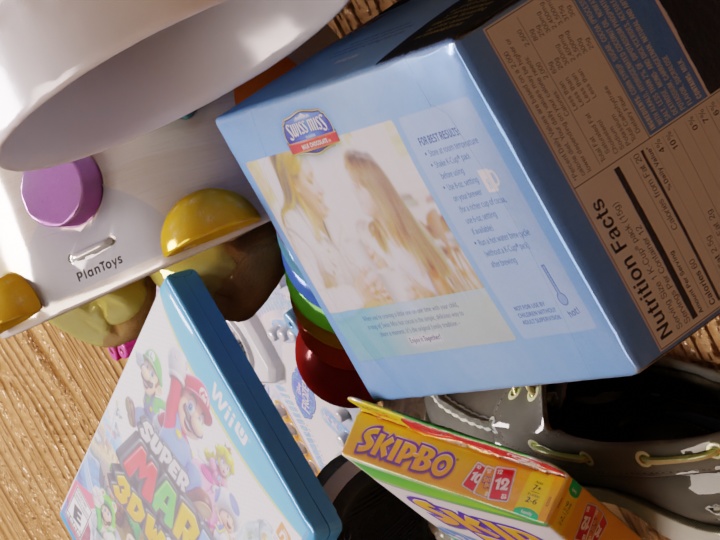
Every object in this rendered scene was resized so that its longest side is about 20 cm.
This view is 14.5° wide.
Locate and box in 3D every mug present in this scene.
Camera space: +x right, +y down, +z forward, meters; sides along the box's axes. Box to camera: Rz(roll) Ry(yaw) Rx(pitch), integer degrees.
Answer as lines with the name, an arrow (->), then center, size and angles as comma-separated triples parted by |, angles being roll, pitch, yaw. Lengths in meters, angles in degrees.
mug -> -0.122, -0.136, 1.028 | 0.200, 0.148, 0.175 | -33, 81, 39

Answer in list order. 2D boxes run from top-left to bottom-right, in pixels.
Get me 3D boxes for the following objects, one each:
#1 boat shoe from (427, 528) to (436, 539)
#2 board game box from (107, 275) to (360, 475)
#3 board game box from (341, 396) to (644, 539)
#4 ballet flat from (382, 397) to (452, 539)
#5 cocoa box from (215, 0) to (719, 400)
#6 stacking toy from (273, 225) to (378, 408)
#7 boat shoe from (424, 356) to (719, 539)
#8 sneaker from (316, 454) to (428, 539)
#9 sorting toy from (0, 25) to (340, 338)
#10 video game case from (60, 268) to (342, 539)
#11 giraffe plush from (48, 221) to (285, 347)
boat shoe -> 0.009, 0.131, 1.409 | 0.200, 0.074, 0.073 | -15, 95, 52
board game box -> -0.071, 0.036, 1.478 | 0.200, 0.026, 0.200 | 41, 152, 28
board game box -> 0.069, 0.103, 1.139 | 0.096, 0.030, 0.200 | 16, 163, 31
ballet flat -> 0.079, 0.125, 1.272 | 0.200, 0.072, 0.072 | 49, 154, 13
cocoa box -> 0.064, -0.043, 1.016 | 0.133, 0.131, 0.200 | 60, 155, -9
stacking toy -> 0.000, 0.000, 1.263 | 0.085, 0.085, 0.200 | 46, 160, 20
boat shoe -> 0.099, 0.060, 1.154 | 0.202, 0.072, 0.060 | 15, 134, 46
sneaker -> -0.032, 0.127, 1.319 | 0.121, 0.084, 0.200 | 40, 147, 28
sorting toy -> -0.119, -0.081, 1.138 | 0.200, 0.107, 0.180 | -24, 93, 28
video game case -> -0.078, 0.114, 1.292 | 0.143, 0.018, 0.200 | 59, 145, 25
giraffe plush -> -0.125, -0.077, 1.304 | 0.200, 0.162, 0.173 | 2, 138, 11
